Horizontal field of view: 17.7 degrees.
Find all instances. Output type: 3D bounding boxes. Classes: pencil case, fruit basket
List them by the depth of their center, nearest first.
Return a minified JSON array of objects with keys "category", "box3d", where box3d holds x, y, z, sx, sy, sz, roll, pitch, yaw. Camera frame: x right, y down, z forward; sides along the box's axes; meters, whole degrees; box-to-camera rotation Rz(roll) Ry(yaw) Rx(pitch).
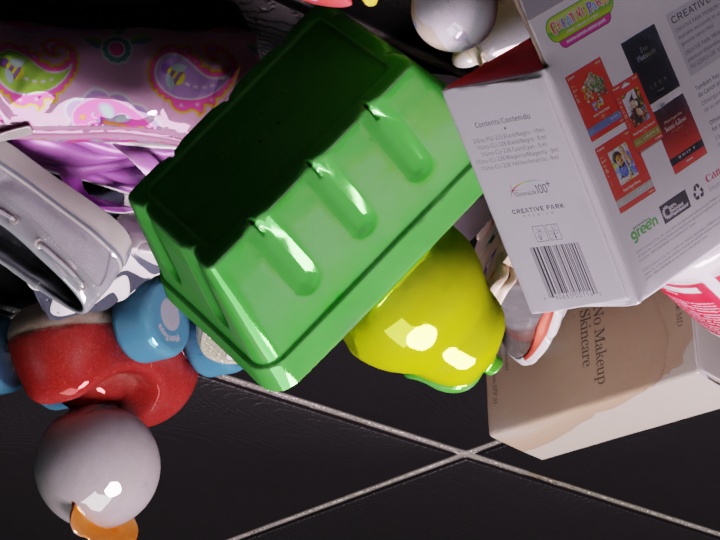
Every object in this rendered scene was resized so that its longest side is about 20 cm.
[{"category":"fruit basket","box3d":[-0.002,-0.019,1.314,0.215,0.155,0.216,-21,129,-28]},{"category":"pencil case","box3d":[-0.158,-0.110,1.408,0.199,0.088,0.087,2,155,-8]}]

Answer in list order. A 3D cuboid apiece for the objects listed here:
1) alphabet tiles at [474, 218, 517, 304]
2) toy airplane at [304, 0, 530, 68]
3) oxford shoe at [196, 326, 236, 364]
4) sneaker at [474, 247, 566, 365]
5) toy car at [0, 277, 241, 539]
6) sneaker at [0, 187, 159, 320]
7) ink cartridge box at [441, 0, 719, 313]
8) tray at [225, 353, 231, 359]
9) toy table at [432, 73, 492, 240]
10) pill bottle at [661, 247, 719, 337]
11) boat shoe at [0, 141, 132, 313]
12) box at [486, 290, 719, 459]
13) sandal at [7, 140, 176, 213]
[{"category":"alphabet tiles","box3d":[0.097,-0.034,1.452,0.015,0.200,0.196,25,111,-4]},{"category":"toy airplane","box3d":[0.060,-0.179,1.197,0.199,0.142,0.199,11,152,-24]},{"category":"oxford shoe","box3d":[-0.074,-0.011,1.671,0.075,0.058,0.200,12,138,-14]},{"category":"sneaker","box3d":[0.122,0.002,1.712,0.082,0.077,0.200,26,154,5]},{"category":"toy car","box3d":[-0.191,0.126,1.760,0.184,0.201,0.177,-12,165,27]},{"category":"sneaker","box3d":[-0.231,-0.013,1.620,0.199,0.080,0.130,1,149,-29]},{"category":"ink cartridge box","box3d":[0.149,-0.100,1.216,0.200,0.176,0.084,-31,-165,-36]},{"category":"tray","box3d":[0.000,0.000,1.576,0.200,0.022,0.107,-26,156,-38]},{"category":"toy table","box3d":[0.013,-0.052,1.425,0.200,0.184,0.117,-37,-178,-5]},{"category":"pill bottle","box3d":[0.258,-0.017,1.597,0.112,0.113,0.200,-14,153,26]},{"category":"boat shoe","box3d":[-0.246,-0.041,1.499,0.201,0.072,0.070,32,152,-10]},{"category":"box","box3d":[0.201,0.076,1.822,0.200,0.095,0.078,-22,148,35]},{"category":"sandal","box3d":[-0.161,-0.063,1.552,0.202,0.050,0.082,12,153,-26]}]
